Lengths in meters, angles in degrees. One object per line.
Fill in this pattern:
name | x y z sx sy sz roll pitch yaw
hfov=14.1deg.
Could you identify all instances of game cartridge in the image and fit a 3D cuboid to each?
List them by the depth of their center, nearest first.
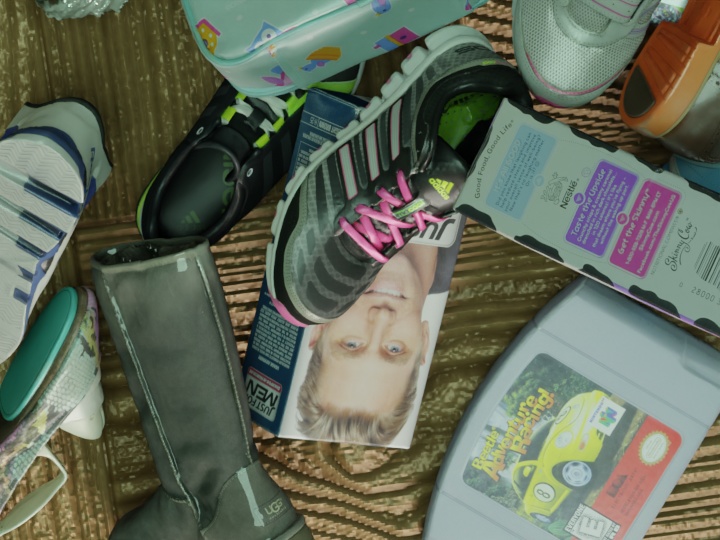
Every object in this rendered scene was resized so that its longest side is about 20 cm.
game cartridge | 0.127 0.110 1.777 0.133 0.041 0.201 30 99 0

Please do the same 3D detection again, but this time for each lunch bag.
lunch bag | -0.014 -0.204 1.677 0.199 0.077 0.161 -24 66 7

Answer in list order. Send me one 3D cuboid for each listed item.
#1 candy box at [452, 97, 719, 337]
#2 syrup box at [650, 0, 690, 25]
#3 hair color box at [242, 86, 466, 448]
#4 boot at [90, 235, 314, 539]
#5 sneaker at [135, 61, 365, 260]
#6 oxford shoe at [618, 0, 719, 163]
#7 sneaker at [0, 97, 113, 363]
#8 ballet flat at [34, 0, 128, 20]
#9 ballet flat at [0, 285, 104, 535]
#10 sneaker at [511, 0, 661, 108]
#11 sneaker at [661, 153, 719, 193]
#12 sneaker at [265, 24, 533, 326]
candy box | 0.177 -0.012 1.608 0.200 0.168 0.072 26 93 28
syrup box | 0.192 -0.182 1.703 0.199 0.081 0.079 15 101 -1
hair color box | 0.000 0.000 1.725 0.100 0.060 0.201 7 102 -34
boot | -0.119 0.083 1.717 0.181 0.073 0.201 -13 109 43
sneaker | -0.063 -0.078 1.722 0.072 0.083 0.200 35 98 -5
oxford shoe | 0.229 -0.151 1.642 0.073 0.071 0.200 29 105 -26
sneaker | -0.200 -0.031 1.736 0.080 0.115 0.200 35 128 -3
ballet flat | -0.144 -0.243 1.713 0.071 0.072 0.201 16 101 -2
ballet flat | -0.201 0.100 1.769 0.071 0.069 0.200 31 103 -23
sneaker | 0.141 -0.184 1.617 0.081 0.088 0.201 21 99 -2
sneaker | 0.235 0.005 1.713 0.130 0.079 0.200 -42 60 12
sneaker | 0.025 -0.049 1.634 0.200 0.087 0.074 -51 124 -8
